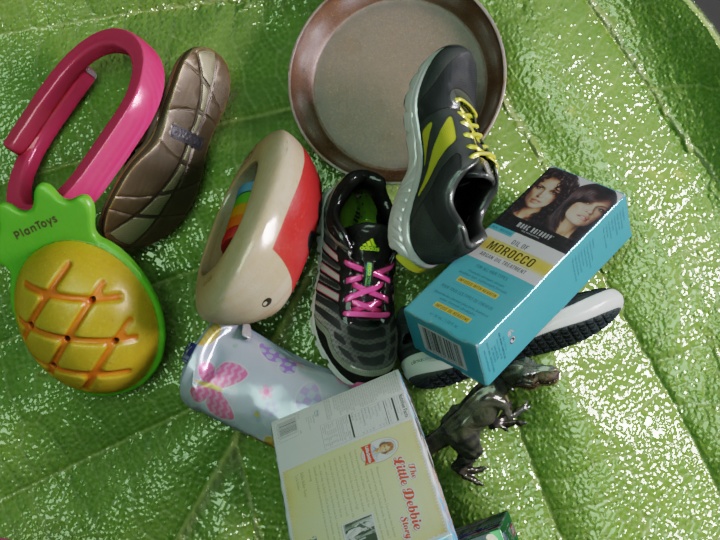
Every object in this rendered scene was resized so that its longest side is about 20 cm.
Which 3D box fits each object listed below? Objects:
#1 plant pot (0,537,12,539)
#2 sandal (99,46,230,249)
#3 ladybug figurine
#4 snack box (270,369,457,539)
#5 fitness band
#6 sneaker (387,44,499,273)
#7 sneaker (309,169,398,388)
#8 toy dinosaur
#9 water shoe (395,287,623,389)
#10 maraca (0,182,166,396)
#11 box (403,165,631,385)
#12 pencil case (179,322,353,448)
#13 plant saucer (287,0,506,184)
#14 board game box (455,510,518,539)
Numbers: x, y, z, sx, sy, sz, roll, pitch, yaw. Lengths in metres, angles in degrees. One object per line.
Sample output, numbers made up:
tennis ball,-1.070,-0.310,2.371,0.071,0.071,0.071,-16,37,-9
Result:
plant pot,-0.258,0.337,1.100,0.178,0.200,0.201,16,83,-4
sandal,-0.182,-0.112,1.219,0.054,0.080,0.201,12,77,45
ladybug figurine,-0.083,-0.035,1.158,0.072,0.136,0.201,27,55,-18
snack box,0.000,0.164,1.005,0.115,0.200,0.037,-22,122,4
fitness band,-0.256,-0.128,1.216,0.143,0.037,0.201,32,88,44
sneaker,0.084,-0.095,1.115,0.084,0.074,0.202,-4,72,43
sneaker,0.000,0.000,1.133,0.073,0.088,0.201,4,63,-15
toy dinosaur,0.092,0.137,1.116,0.200,0.088,0.048,-41,52,16
water shoe,0.123,0.036,1.140,0.199,0.072,0.079,-18,70,3
maraca,-0.250,0.021,1.170,0.136,0.107,0.201,-23,106,15
box,0.133,0.000,1.102,0.082,0.049,0.200,26,58,38
pencil case,-0.057,0.112,1.151,0.199,0.083,0.091,25,77,13
plant saucer,0.034,-0.173,1.210,0.199,0.034,0.202,-2,79,9
board game box,0.056,0.230,1.050,0.134,0.200,0.029,-22,81,5
